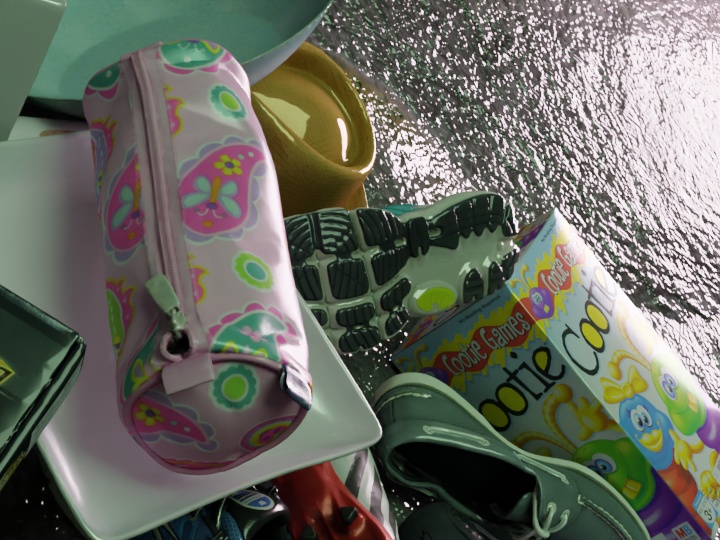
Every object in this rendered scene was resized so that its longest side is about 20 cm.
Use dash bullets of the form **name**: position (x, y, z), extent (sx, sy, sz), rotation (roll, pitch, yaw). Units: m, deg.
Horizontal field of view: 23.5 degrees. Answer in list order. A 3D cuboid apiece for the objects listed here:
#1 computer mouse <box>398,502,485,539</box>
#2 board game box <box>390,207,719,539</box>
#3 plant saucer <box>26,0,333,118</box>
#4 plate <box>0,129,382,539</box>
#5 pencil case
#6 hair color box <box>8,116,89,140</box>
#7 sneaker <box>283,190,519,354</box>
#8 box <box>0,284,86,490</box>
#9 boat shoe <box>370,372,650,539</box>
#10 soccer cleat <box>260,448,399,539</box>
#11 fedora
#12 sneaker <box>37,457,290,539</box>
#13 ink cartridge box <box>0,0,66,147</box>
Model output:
- **computer mouse**: position (0.055, 0.173, 0.894), extent (0.034, 0.058, 0.200), rotation (55, -3, -24)
- **board game box**: position (0.132, 0.083, 1.073), extent (0.200, 0.103, 0.105), rotation (50, 37, -7)
- **plant saucer**: position (-0.105, -0.124, 0.934), extent (0.202, 0.199, 0.039), rotation (-59, 144, -50)
- **plate**: position (-0.105, 0.024, 0.802), extent (0.199, 0.032, 0.201), rotation (-15, 67, -51)
- **pencil case**: position (-0.075, -0.011, 0.766), extent (0.087, 0.087, 0.201), rotation (22, 41, -35)
- **hair color box**: position (-0.184, -0.021, 0.842), extent (0.199, 0.060, 0.100), rotation (1, 62, -48)
- **sneaker**: position (0.000, 0.000, 0.958), extent (0.199, 0.079, 0.078), rotation (-9, 98, -41)
- **box**: position (-0.230, 0.043, 0.665), extent (0.199, 0.046, 0.160), rotation (32, 60, 1)
- **boat shoe**: position (0.087, 0.137, 1.000), extent (0.199, 0.073, 0.062), rotation (36, 22, -13)
- **soccer cleat**: position (-0.022, 0.112, 0.921), extent (0.086, 0.068, 0.201), rotation (71, -5, -51)
- **fedora**: position (-0.055, -0.081, 1.009), extent (0.200, 0.082, 0.202), rotation (28, 44, -31)
- **sneaker**: position (-0.078, 0.113, 0.831), extent (0.201, 0.089, 0.078), rotation (54, 36, -1)
- **ink cartridge box**: position (-0.253, -0.150, 0.796), extent (0.198, 0.086, 0.148), rotation (12, 31, -34)
